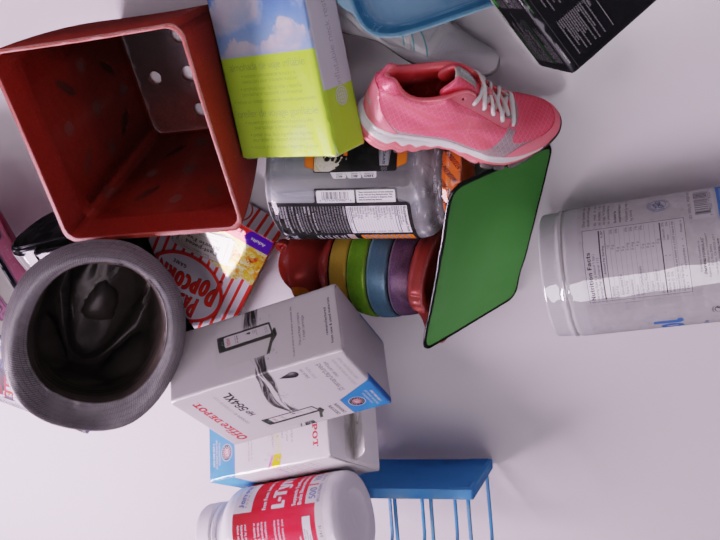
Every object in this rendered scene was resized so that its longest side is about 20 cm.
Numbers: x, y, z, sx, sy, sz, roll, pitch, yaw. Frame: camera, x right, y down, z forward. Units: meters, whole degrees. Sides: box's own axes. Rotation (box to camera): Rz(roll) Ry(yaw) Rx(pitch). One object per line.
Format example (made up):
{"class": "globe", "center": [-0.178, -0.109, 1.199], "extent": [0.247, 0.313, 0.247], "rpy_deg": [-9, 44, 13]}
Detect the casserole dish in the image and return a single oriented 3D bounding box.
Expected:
{"class": "casserole dish", "center": [0.068, -0.279, 0.771], "extent": [0.198, 0.039, 0.122], "rpy_deg": [-18, 99, 5]}

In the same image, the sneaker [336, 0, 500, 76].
{"class": "sneaker", "center": [0.045, -0.241, 0.825], "extent": [0.199, 0.071, 0.081], "rpy_deg": [22, 110, -6]}

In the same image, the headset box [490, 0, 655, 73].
{"class": "headset box", "center": [0.181, -0.291, 0.697], "extent": [0.200, 0.093, 0.174], "rpy_deg": [-42, 107, 7]}

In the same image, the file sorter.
{"class": "file sorter", "center": [0.064, 0.318, 1.131], "extent": [0.198, 0.139, 0.124], "rpy_deg": [-4, 92, 19]}

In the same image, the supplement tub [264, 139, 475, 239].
{"class": "supplement tub", "center": [0.013, -0.094, 0.901], "extent": [0.198, 0.123, 0.123], "rpy_deg": [0, 124, 15]}

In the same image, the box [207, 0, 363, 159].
{"class": "box", "center": [-0.074, -0.203, 0.792], "extent": [0.121, 0.048, 0.202], "rpy_deg": [5, 115, 39]}

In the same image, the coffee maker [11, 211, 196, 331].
{"class": "coffee maker", "center": [-0.272, 0.019, 1.017], "extent": [0.191, 0.135, 0.201], "rpy_deg": [-19, 119, -1]}

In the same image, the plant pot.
{"class": "plant pot", "center": [-0.203, -0.164, 0.881], "extent": [0.198, 0.177, 0.201], "rpy_deg": [-3, 122, 18]}

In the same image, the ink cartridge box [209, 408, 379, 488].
{"class": "ink cartridge box", "center": [-0.071, 0.190, 1.088], "extent": [0.199, 0.130, 0.125], "rpy_deg": [-16, 154, 25]}

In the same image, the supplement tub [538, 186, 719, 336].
{"class": "supplement tub", "center": [0.287, -0.007, 0.876], "extent": [0.198, 0.132, 0.133], "rpy_deg": [-8, 121, 22]}

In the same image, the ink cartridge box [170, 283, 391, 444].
{"class": "ink cartridge box", "center": [-0.086, 0.108, 0.956], "extent": [0.199, 0.085, 0.146], "rpy_deg": [-19, 146, 15]}

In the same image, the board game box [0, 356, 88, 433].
{"class": "board game box", "center": [-0.444, 0.105, 1.206], "extent": [0.198, 0.062, 0.201], "rpy_deg": [20, 126, 2]}

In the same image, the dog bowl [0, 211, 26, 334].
{"class": "dog bowl", "center": [-0.449, -0.023, 1.054], "extent": [0.073, 0.200, 0.201], "rpy_deg": [-28, 120, -16]}

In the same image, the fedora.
{"class": "fedora", "center": [-0.271, 0.054, 0.907], "extent": [0.175, 0.090, 0.202], "rpy_deg": [8, 108, -18]}

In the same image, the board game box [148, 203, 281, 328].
{"class": "board game box", "center": [-0.196, -0.012, 1.063], "extent": [0.151, 0.046, 0.201], "rpy_deg": [29, 127, -3]}

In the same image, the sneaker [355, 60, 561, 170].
{"class": "sneaker", "center": [0.097, -0.147, 0.800], "extent": [0.198, 0.074, 0.087], "rpy_deg": [1, 152, -12]}

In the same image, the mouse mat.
{"class": "mouse mat", "center": [0.130, -0.023, 0.907], "extent": [0.008, 0.160, 0.201], "rpy_deg": [35, 134, 33]}

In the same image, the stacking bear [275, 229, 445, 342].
{"class": "stacking bear", "center": [0.000, 0.000, 0.979], "extent": [0.198, 0.115, 0.122], "rpy_deg": [5, 154, 24]}

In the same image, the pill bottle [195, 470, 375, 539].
{"class": "pill bottle", "center": [-0.092, 0.308, 1.053], "extent": [0.199, 0.113, 0.113], "rpy_deg": [-15, 118, 22]}
